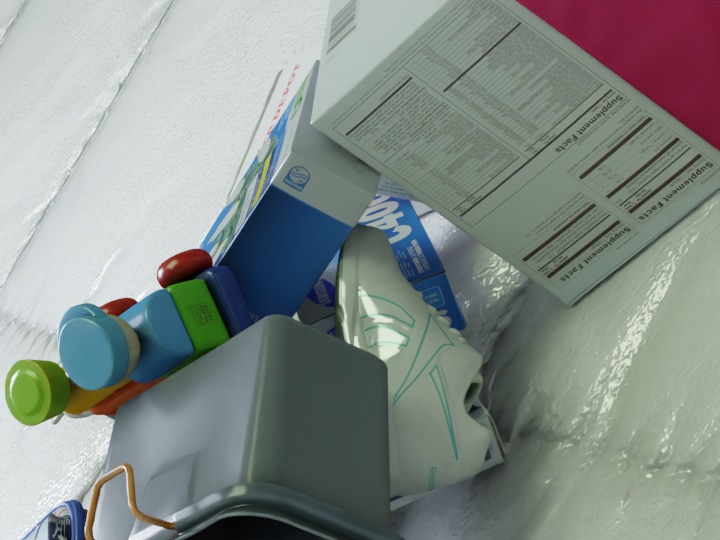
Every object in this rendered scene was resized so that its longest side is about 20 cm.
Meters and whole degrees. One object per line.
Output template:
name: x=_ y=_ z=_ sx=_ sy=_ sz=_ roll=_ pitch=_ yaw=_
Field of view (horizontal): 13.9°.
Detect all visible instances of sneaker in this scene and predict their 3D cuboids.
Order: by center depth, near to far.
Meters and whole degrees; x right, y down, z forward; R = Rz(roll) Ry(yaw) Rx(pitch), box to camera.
sneaker: x=0.026 y=0.053 z=1.688 sx=0.071 sy=0.080 sz=0.201 roll=91 pitch=172 yaw=-45

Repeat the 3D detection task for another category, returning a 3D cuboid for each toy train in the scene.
toy train: x=-0.160 y=0.066 z=1.716 sx=0.116 sy=0.085 sz=0.200 roll=-13 pitch=-15 yaw=-47

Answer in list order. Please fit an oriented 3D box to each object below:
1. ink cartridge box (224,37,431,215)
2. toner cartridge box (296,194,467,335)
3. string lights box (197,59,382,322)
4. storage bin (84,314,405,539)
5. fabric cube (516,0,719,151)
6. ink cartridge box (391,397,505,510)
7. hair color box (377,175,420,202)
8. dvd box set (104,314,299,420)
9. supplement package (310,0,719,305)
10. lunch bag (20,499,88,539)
ink cartridge box: x=0.006 y=-0.100 z=2.044 sx=0.200 sy=0.085 sz=0.146 roll=-23 pitch=39 yaw=51
toner cartridge box: x=0.000 y=0.000 z=1.856 sx=0.095 sy=0.043 sz=0.200 roll=-22 pitch=22 yaw=-1
string lights box: x=-0.054 y=-0.015 z=1.759 sx=0.200 sy=0.059 sz=0.103 roll=-55 pitch=12 yaw=34
storage bin: x=-0.073 y=0.115 z=1.591 sx=0.200 sy=0.145 sz=0.135 roll=-32 pitch=44 yaw=44
fabric cube: x=0.211 y=-0.216 z=1.620 sx=0.200 sy=0.199 sz=0.197 roll=-41 pitch=25 yaw=34
ink cartridge box: x=-0.032 y=0.101 z=1.769 sx=0.199 sy=0.044 sz=0.198 roll=-24 pitch=24 yaw=-4
hair color box: x=0.063 y=-0.138 z=1.843 sx=0.064 sy=0.110 sz=0.200 roll=-91 pitch=15 yaw=-53
dvd box set: x=-0.071 y=0.044 z=1.952 sx=0.200 sy=0.029 sz=0.146 roll=-31 pitch=17 yaw=-17
supplement package: x=0.099 y=-0.118 z=1.713 sx=0.151 sy=0.200 sz=0.152 roll=-40 pitch=26 yaw=34
lunch bag: x=-0.213 y=0.252 z=1.920 sx=0.200 sy=0.075 sz=0.161 roll=-47 pitch=26 yaw=27
